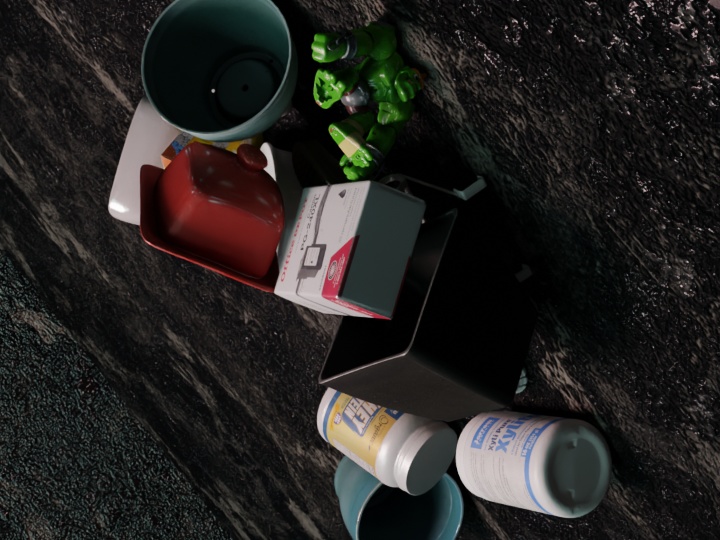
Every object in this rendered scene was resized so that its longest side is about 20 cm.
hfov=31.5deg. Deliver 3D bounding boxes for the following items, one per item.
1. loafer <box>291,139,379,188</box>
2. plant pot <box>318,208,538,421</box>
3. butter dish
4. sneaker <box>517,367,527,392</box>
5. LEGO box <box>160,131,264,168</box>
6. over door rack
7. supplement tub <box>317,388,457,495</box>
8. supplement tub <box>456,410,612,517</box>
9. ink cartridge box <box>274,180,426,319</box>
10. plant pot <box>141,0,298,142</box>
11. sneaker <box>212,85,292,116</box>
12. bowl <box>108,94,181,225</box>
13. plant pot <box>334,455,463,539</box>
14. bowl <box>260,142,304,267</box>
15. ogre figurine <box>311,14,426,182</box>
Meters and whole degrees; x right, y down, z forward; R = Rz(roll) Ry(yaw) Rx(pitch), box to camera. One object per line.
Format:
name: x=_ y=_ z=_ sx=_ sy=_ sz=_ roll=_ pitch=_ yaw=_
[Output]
loafer: x=-0.012 y=-0.104 z=1.723 sx=0.200 sy=0.067 sz=0.076 roll=48 pitch=154 yaw=0
plant pot: x=0.097 y=0.077 z=1.549 sx=0.177 sy=0.201 sz=0.199 roll=34 pitch=149 yaw=-21
butter dish: x=-0.169 y=-0.096 z=1.630 sx=0.199 sy=0.148 sz=0.200 roll=23 pitch=-152 yaw=-24
sneaker: x=0.166 y=0.114 z=1.709 sx=0.077 sy=0.091 sz=0.201 roll=22 pitch=144 yaw=44
LEGO box: x=-0.209 y=-0.139 z=1.894 sx=0.077 sy=0.149 sz=0.201 roll=24 pitch=147 yaw=20
over door rack: x=0.104 y=-0.047 z=1.610 sx=0.199 sy=0.067 sz=0.148 roll=9 pitch=135 yaw=55
supplement tub: x=0.043 y=0.258 z=2.060 sx=0.199 sy=0.145 sz=0.145 roll=31 pitch=150 yaw=34
supplement tub: x=0.236 y=0.263 z=1.755 sx=0.132 sy=0.132 sz=0.200 roll=57 pitch=154 yaw=-17
ink cartridge box: x=-0.018 y=-0.025 z=1.547 sx=0.083 sy=0.146 sz=0.200 roll=19 pitch=172 yaw=-25
plant pot: x=-0.165 y=-0.252 z=1.652 sx=0.200 sy=0.201 sz=0.134 roll=40 pitch=180 yaw=19
sneaker: x=-0.186 y=-0.268 z=1.781 sx=0.199 sy=0.113 sz=0.073 roll=-1 pitch=162 yaw=21
bowl: x=-0.282 y=-0.156 z=1.920 sx=0.074 sy=0.201 sz=0.200 roll=21 pitch=-174 yaw=17
plant pot: x=0.049 y=0.391 z=2.209 sx=0.201 sy=0.199 sz=0.188 roll=62 pitch=168 yaw=-27
bowl: x=-0.096 y=-0.081 z=1.824 sx=0.201 sy=0.090 sz=0.203 roll=-179 pitch=90 yaw=-75
ogre figurine: x=0.008 y=-0.209 z=1.476 sx=0.098 sy=0.120 sz=0.201 roll=5 pitch=133 yaw=51
